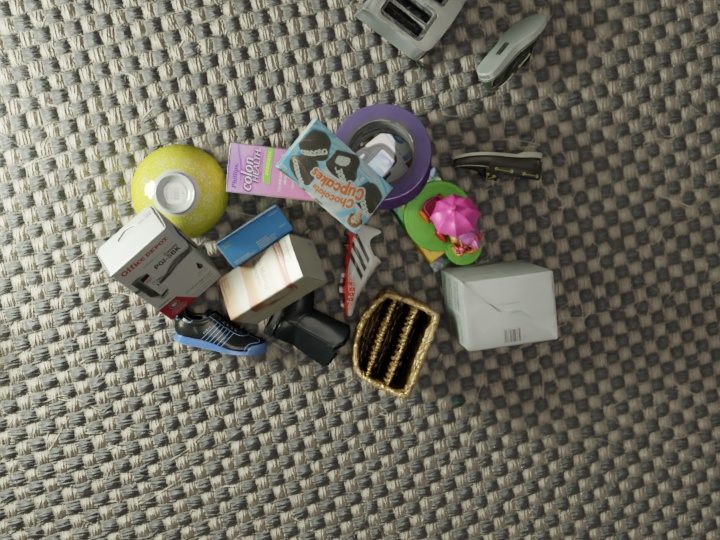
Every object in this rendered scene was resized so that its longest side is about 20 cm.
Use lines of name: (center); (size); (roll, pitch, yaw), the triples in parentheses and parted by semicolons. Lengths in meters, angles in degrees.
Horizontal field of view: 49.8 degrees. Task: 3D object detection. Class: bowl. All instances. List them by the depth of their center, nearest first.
bowl: (-0.371, -0.158, 1.574); (0.200, 0.108, 0.201); (-1, 97, -6)

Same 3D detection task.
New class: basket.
basket: (0.063, 0.147, 1.642); (0.142, 0.149, 0.200); (21, 95, -9)

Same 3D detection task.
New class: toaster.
toaster: (0.113, -0.543, 1.581); (0.200, 0.119, 0.181); (35, 92, -10)

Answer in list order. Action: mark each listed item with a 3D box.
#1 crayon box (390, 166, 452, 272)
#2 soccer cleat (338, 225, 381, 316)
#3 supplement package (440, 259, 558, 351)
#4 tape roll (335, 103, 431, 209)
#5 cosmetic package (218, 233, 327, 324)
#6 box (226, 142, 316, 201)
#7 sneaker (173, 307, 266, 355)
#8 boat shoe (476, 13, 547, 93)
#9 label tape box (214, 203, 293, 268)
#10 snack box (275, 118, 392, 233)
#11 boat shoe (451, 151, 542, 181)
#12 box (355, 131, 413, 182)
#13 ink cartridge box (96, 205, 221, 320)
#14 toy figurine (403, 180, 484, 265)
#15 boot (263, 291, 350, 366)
crayon box: (0.159, -0.107, 1.672); (0.126, 0.052, 0.200); (-36, 100, -1)
soccer cleat: (0.000, 0.000, 1.659); (0.085, 0.069, 0.201); (5, 92, -3)
supplement package: (0.286, 0.068, 1.633); (0.191, 0.200, 0.147); (-7, 98, -5)
tape roll: (0.045, -0.229, 1.574); (0.199, 0.085, 0.201); (-1, 81, 6)
cosmetic package: (-0.179, 0.020, 1.571); (0.200, 0.087, 0.104); (-32, 67, 24)
box: (-0.163, -0.197, 1.560); (0.199, 0.176, 0.097); (5, 97, -7)
sneaker: (-0.292, 0.127, 1.636); (0.199, 0.070, 0.078); (10, 102, -7)
boat shoe: (0.326, -0.462, 1.648); (0.200, 0.071, 0.064); (-46, 132, -8)
label tape box: (-0.211, -0.070, 1.556); (0.144, 0.200, 0.063); (-33, 99, -2)
snack box: (-0.048, -0.177, 1.469); (0.200, 0.037, 0.116); (40, 85, -19)
boat shoe: (0.295, -0.223, 1.664); (0.201, 0.072, 0.061); (-2, 93, -9)
box: (0.049, -0.225, 1.651); (0.200, 0.041, 0.119); (-37, 99, 1)
ink cartridge box: (-0.397, -0.012, 1.546); (0.147, 0.083, 0.200); (-42, 142, 0)
toy figurine: (0.192, -0.085, 1.560); (0.150, 0.184, 0.200); (-40, 100, -1)
boot: (-0.092, 0.087, 1.652); (0.168, 0.076, 0.200); (27, 95, -8)
